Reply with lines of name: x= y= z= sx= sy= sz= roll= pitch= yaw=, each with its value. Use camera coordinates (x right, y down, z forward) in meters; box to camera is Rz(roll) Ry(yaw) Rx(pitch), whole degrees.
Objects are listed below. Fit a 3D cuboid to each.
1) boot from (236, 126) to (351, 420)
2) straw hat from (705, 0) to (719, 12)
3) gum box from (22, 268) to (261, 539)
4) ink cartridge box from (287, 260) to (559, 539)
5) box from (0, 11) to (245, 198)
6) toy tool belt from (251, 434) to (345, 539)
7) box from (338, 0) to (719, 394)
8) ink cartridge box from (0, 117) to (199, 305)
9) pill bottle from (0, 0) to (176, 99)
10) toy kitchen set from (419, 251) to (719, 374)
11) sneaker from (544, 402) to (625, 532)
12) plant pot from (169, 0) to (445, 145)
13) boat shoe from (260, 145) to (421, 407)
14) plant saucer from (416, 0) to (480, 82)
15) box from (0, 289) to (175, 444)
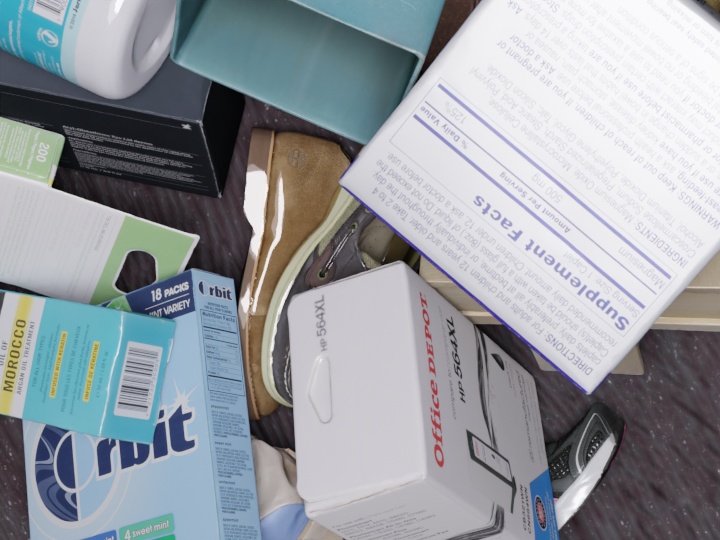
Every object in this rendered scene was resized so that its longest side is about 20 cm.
boot: x=-0.046 y=0.007 z=1.191 sx=0.075 sy=0.074 sz=0.200 roll=5 pitch=100 yaw=-4
straw hat: x=0.176 y=-0.160 z=1.049 sx=0.201 sy=0.085 sz=0.201 roll=2 pitch=100 yaw=14
gum box: x=-0.149 y=0.119 z=1.162 sx=0.170 sy=0.045 sz=0.200 roll=-19 pitch=68 yaw=34
ink cartridge box: x=0.042 y=0.104 z=1.096 sx=0.084 sy=0.200 sz=0.146 roll=-18 pitch=59 yaw=22
box: x=-0.183 y=-0.121 z=1.135 sx=0.200 sy=0.141 sz=0.079 roll=12 pitch=76 yaw=4
toy tool belt: x=-0.059 y=0.169 z=1.213 sx=0.200 sy=0.123 sz=0.125 roll=-35 pitch=57 yaw=8
box: x=0.125 y=-0.070 z=0.978 sx=0.184 sy=0.105 sz=0.200 roll=41 pitch=106 yaw=3
ink cartridge box: x=-0.214 y=-0.036 z=1.170 sx=0.200 sy=0.146 sz=0.048 roll=15 pitch=59 yaw=-12
pill bottle: x=-0.202 y=-0.186 z=1.024 sx=0.200 sy=0.111 sz=0.111 roll=26 pitch=103 yaw=8
toy kitchen set: x=0.158 y=-0.040 z=1.150 sx=0.200 sy=0.163 sz=0.181 roll=1 pitch=70 yaw=14
sneaker: x=0.093 y=0.159 z=1.200 sx=0.086 sy=0.080 sz=0.200 roll=43 pitch=98 yaw=8
plant pot: x=-0.003 y=-0.204 z=1.025 sx=0.141 sy=0.141 sz=0.200 roll=24 pitch=71 yaw=0
boat shoe: x=0.000 y=0.000 z=1.149 sx=0.073 sy=0.065 sz=0.200 roll=27 pitch=85 yaw=-37
plant saucer: x=0.094 y=-0.163 z=1.123 sx=0.200 sy=0.034 sz=0.201 roll=0 pitch=91 yaw=-8
box: x=-0.214 y=0.057 z=1.166 sx=0.200 sy=0.049 sz=0.082 roll=7 pitch=84 yaw=40
